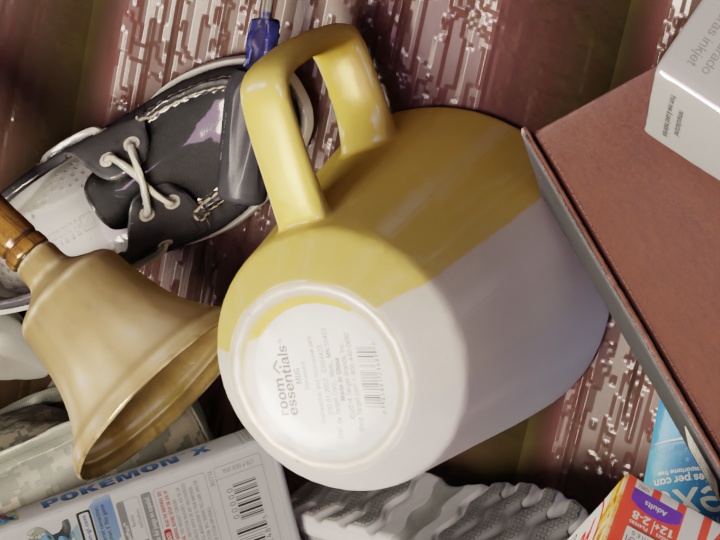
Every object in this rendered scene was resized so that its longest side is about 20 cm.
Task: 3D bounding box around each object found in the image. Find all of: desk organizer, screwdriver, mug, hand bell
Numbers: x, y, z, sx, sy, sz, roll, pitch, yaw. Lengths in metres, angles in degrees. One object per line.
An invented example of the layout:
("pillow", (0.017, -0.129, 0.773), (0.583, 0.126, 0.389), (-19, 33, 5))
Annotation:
("desk organizer", (0.148, 0.017, 1.181), (0.077, 0.072, 0.200), (-28, 68, 0))
("screwdriver", (-0.038, -0.127, 1.276), (0.028, 0.029, 0.201), (11, 95, 16))
("mug", (0.000, 0.009, 1.252), (0.186, 0.153, 0.150), (41, 120, 7))
("hand bell", (-0.152, -0.015, 1.294), (0.200, 0.104, 0.104), (46, 120, 11))

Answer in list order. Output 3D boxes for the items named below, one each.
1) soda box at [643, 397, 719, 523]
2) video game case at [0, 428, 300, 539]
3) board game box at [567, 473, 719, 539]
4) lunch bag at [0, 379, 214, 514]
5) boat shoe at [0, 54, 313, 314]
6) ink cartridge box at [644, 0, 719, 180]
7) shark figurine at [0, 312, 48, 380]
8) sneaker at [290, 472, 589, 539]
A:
("soda box", (0.154, 0.130, 1.272), (0.064, 0.068, 0.201), (15, 113, 18))
("video game case", (-0.103, 0.189, 1.328), (0.182, 0.022, 0.201), (-19, 113, -14))
("board game box", (0.126, 0.175, 1.177), (0.151, 0.046, 0.200), (27, 143, -4))
("lunch bag", (-0.142, 0.145, 1.379), (0.199, 0.118, 0.165), (-23, 102, 1))
("boat shoe", (-0.111, -0.036, 1.338), (0.199, 0.060, 0.074), (-24, 92, 28))
("ink cartridge box", (0.232, -0.068, 1.123), (0.200, 0.084, 0.146), (33, 79, 10))
("shark figurine", (-0.268, 0.043, 1.425), (0.214, 0.089, 0.128), (-28, 93, 27))
("sneaker", (0.053, 0.141, 1.306), (0.200, 0.075, 0.082), (18, 134, 51))
